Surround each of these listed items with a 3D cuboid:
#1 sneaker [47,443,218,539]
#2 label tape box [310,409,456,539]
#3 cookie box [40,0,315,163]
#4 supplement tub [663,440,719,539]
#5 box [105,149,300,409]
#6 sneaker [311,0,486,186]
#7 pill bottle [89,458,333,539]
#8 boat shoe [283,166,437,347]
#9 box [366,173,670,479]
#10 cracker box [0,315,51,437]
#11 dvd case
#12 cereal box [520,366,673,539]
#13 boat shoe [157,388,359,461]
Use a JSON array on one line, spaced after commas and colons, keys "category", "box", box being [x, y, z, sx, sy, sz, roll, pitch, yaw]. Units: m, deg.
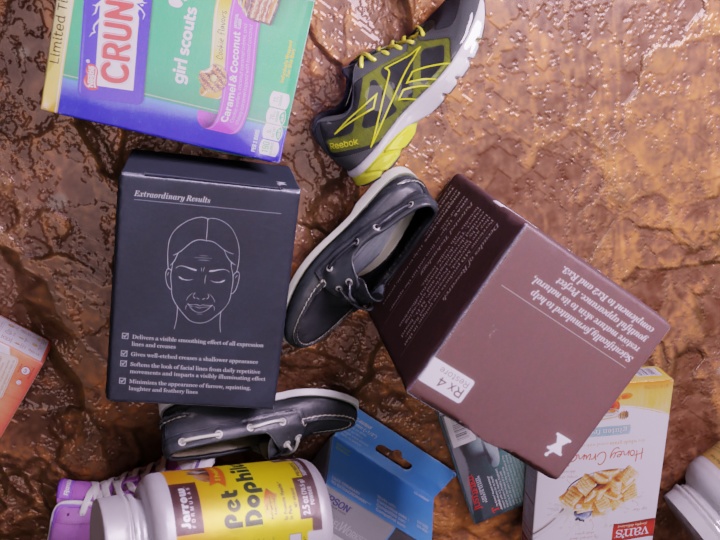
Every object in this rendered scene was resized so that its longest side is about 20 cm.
[{"category": "sneaker", "box": [-0.229, 0.218, 0.833, 0.114, 0.073, 0.201, 38, 96, -13]}, {"category": "label tape box", "box": [-0.006, 0.265, 0.890, 0.143, 0.066, 0.201, 35, 100, -18]}, {"category": "cookie box", "box": [-0.147, -0.198, 0.713, 0.198, 0.075, 0.173, 11, 106, -12]}, {"category": "supplement tub", "box": [0.443, 0.234, 0.919, 0.199, 0.145, 0.145, -37, 110, 3]}, {"category": "box", "box": [-0.140, 0.007, 0.762, 0.146, 0.107, 0.202, 5, 107, -12]}, {"category": "sneaker", "box": [0.032, -0.172, 0.754, 0.084, 0.075, 0.201, 32, 99, -17]}, {"category": "pill bottle", "box": [-0.131, 0.229, 0.760, 0.198, 0.109, 0.111, 0, 108, -27]}, {"category": "boat shoe", "box": [0.001, 0.001, 0.796, 0.200, 0.066, 0.074, -49, 140, 1]}, {"category": "box", "box": [0.127, 0.041, 0.772, 0.165, 0.200, 0.165, 32, 99, -18]}, {"category": "cracker box", "box": [-0.400, 0.082, 0.765, 0.199, 0.058, 0.135, 30, 99, -17]}, {"category": "dvd case", "box": [0.192, 0.173, 0.920, 0.198, 0.022, 0.147, -22, 110, -4]}, {"category": "cereal box", "box": [0.247, 0.203, 0.907, 0.142, 0.040, 0.203, -3, 107, -10]}, {"category": "boat shoe", "box": [-0.093, 0.151, 0.818, 0.197, 0.061, 0.076, 1, 148, -18]}]
